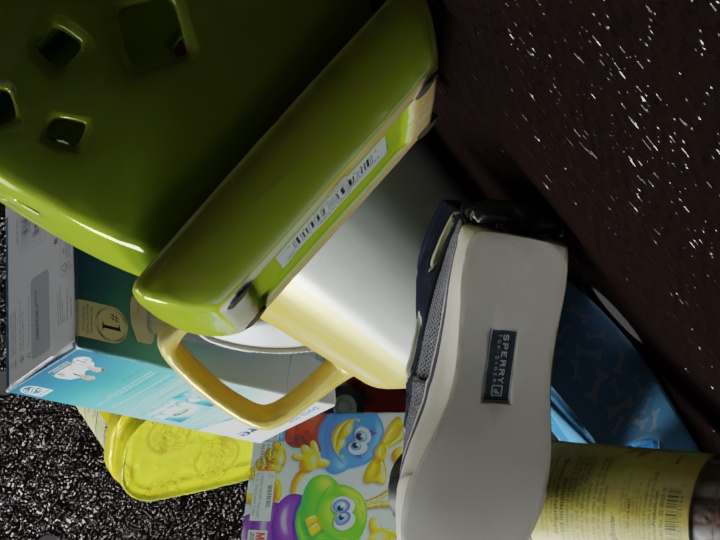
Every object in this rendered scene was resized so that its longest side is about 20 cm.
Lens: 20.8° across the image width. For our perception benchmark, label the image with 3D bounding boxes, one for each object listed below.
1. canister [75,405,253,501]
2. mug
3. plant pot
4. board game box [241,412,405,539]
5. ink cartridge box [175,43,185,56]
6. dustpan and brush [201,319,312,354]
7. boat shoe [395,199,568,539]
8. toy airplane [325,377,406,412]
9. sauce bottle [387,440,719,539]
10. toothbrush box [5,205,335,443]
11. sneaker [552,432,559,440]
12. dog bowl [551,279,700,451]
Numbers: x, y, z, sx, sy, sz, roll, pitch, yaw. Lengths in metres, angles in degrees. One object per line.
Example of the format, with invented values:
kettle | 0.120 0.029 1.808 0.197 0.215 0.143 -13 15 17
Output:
canister | -0.149 0.067 1.442 0.200 0.148 0.087 48 137 42
mug | -0.009 -0.005 1.122 0.153 0.150 0.186 41 135 -22
plant pot | -0.077 -0.084 0.869 0.181 0.200 0.199 41 175 5
board game box | 0.034 0.157 1.338 0.200 0.103 0.105 -2 161 23
ink cartridge box | -0.121 -0.086 1.446 0.200 0.084 0.176 -97 14 -57
dustpan and brush | 0.000 0.000 1.219 0.057 0.200 0.140 82 -169 -51
boat shoe | 0.056 0.058 0.982 0.075 0.200 0.093 11 -170 -12
toy airplane | 0.002 0.010 1.444 0.200 0.141 0.199 51 147 39
sauce bottle | 0.106 0.118 0.997 0.200 0.065 0.065 3 148 33
toothbrush box | -0.119 0.015 1.245 0.200 0.085 0.147 14 -120 -38
sneaker | 0.101 0.066 1.227 0.200 0.075 0.089 34 165 1
dog bowl | 0.133 0.074 1.085 0.111 0.050 0.200 45 174 42
